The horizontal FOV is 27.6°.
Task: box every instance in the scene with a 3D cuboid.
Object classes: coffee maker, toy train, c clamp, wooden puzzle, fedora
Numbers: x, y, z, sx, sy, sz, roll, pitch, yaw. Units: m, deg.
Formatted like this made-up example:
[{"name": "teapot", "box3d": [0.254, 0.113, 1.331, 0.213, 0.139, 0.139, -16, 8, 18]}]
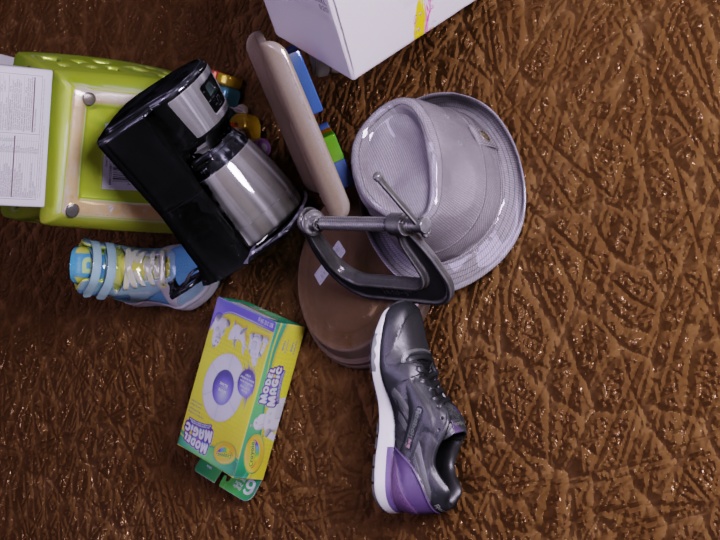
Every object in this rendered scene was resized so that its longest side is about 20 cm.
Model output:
[{"name": "coffee maker", "box3d": [-0.185, -0.093, 1.557, 0.192, 0.200, 0.135, -38, 16, 1]}, {"name": "toy train", "box3d": [-0.178, -0.141, 1.703, 0.150, 0.055, 0.201, -42, 54, 33]}, {"name": "c clamp", "box3d": [0.009, -0.029, 1.374, 0.199, 0.171, 0.027, -3, 46, 52]}, {"name": "wooden puzzle", "box3d": [-0.055, -0.154, 1.475, 0.200, 0.046, 0.186, -132, 18, -75]}, {"name": "fedora", "box3d": [0.058, -0.087, 1.389, 0.176, 0.090, 0.201, -29, 61, 25]}]

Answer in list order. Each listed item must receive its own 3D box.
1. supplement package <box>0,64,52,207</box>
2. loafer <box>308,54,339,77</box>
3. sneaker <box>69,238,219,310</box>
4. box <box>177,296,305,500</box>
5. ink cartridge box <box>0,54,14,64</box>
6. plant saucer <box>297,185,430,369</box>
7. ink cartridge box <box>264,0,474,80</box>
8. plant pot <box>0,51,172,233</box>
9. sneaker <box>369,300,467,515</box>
[{"name": "supplement package", "box3d": [-0.456, -0.152, 1.581, 0.151, 0.199, 0.152, 13, 100, 56]}, {"name": "loafer", "box3d": [-0.035, -0.306, 1.573, 0.072, 0.062, 0.202, 120, 141, -78]}, {"name": "sneaker", "box3d": [-0.261, 0.001, 1.705, 0.199, 0.130, 0.080, -11, 72, 45]}, {"name": "box", "box3d": [-0.136, 0.140, 1.602, 0.117, 0.048, 0.202, 19, 97, 48]}, {"name": "ink cartridge box", "box3d": [-0.578, -0.238, 2.051, 0.083, 0.199, 0.146, -17, 69, 47]}, {"name": "plant saucer", "box3d": [0.000, 0.000, 1.501, 0.199, 0.029, 0.202, -13, 73, 46]}, {"name": "ink cartridge box", "box3d": [0.012, -0.310, 1.403, 0.199, 0.145, 0.147, -35, 42, -19]}, {"name": "plant pot", "box3d": [-0.293, -0.140, 1.680, 0.181, 0.198, 0.202, 22, 107, 63]}, {"name": "sneaker", "box3d": [0.064, 0.128, 1.382, 0.087, 0.075, 0.202, -5, 84, 37]}]
